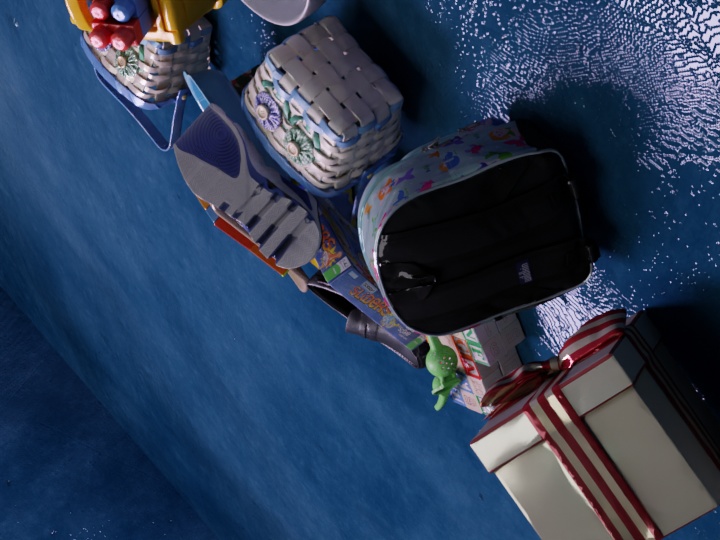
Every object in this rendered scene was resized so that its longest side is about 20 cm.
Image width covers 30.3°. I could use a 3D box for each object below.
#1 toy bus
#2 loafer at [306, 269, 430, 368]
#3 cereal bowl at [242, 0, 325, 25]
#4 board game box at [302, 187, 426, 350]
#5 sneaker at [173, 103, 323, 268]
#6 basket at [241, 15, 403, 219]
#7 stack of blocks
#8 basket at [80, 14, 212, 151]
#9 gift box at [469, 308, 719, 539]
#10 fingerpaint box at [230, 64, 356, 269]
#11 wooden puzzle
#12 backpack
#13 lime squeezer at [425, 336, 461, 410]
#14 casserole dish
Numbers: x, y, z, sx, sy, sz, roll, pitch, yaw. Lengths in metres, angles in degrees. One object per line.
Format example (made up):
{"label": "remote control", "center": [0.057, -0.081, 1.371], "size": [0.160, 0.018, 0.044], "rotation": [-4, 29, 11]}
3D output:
{"label": "toy bus", "center": [-0.274, -0.326, 1.521], "size": [0.200, 0.192, 0.136], "rotation": [11, 138, 20]}
{"label": "loafer", "center": [0.012, 0.062, 1.704], "size": [0.201, 0.070, 0.068], "rotation": [42, 154, 27]}
{"label": "cereal bowl", "center": [-0.085, -0.351, 1.325], "size": [0.200, 0.083, 0.200], "rotation": [42, 153, 28]}
{"label": "board game box", "center": [0.000, 0.000, 1.534], "size": [0.200, 0.034, 0.135], "rotation": [40, -164, -52]}
{"label": "sneaker", "center": [-0.110, -0.079, 1.429], "size": [0.199, 0.081, 0.115], "rotation": [48, -173, 8]}
{"label": "basket", "center": [-0.044, -0.161, 1.411], "size": [0.176, 0.139, 0.200], "rotation": [49, 162, 13]}
{"label": "stack of blocks", "center": [0.126, 0.069, 1.510], "size": [0.115, 0.059, 0.200], "rotation": [18, 137, 54]}
{"label": "basket", "center": [-0.281, -0.276, 1.726], "size": [0.176, 0.139, 0.200], "rotation": [45, 145, 20]}
{"label": "gift box", "center": [0.221, 0.152, 1.244], "size": [0.187, 0.185, 0.200], "rotation": [55, -161, 1]}
{"label": "fingerpaint box", "center": [-0.089, -0.126, 1.643], "size": [0.167, 0.073, 0.200], "rotation": [39, 152, 33]}
{"label": "wooden puzzle", "center": [-0.160, -0.064, 1.773], "size": [0.200, 0.037, 0.185], "rotation": [45, -177, -32]}
{"label": "backpack", "center": [0.098, -0.040, 1.250], "size": [0.151, 0.200, 0.178], "rotation": [-124, 11, -57]}
{"label": "lime squeezer", "center": [0.086, 0.112, 1.523], "size": [0.071, 0.038, 0.200], "rotation": [33, 149, 41]}
{"label": "casserole dish", "center": [-0.136, -0.153, 1.532], "size": [0.200, 0.039, 0.121], "rotation": [57, 173, 4]}
